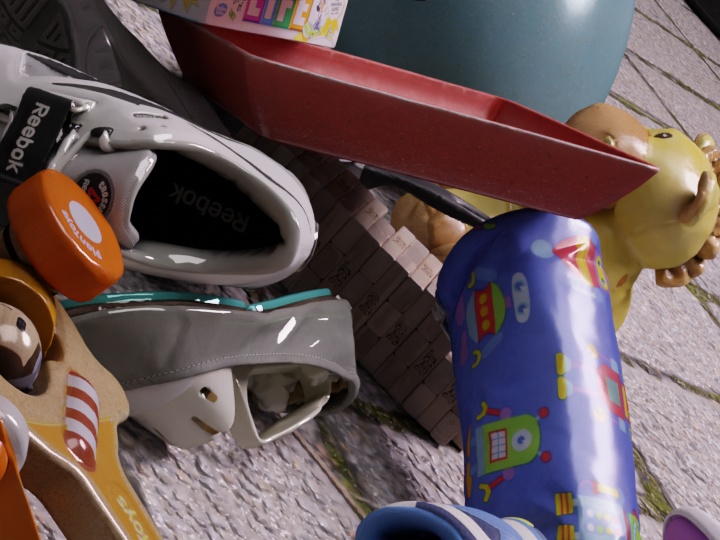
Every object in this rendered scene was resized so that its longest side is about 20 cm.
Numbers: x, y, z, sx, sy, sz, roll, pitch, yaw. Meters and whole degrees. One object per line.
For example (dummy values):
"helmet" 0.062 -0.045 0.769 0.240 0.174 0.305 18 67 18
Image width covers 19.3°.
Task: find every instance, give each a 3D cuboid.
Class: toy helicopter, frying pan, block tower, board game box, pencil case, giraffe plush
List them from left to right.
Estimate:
"toy helicopter" -0.098 0.066 0.698 0.201 0.079 0.132 57 12 0
"board game box" -0.121 -0.158 1.040 0.199 0.035 0.134 21 10 23
"frying pan" -0.018 -0.073 1.166 0.189 0.031 0.115 25 21 -20
"block tower" 0.000 0.000 1.060 0.200 0.058 0.054 43 18 2
"pencil case" 0.079 0.069 0.961 0.078 0.086 0.201 45 33 -51
"giraffe plush" 0.136 -0.021 1.217 0.199 0.162 0.173 31 22 -32

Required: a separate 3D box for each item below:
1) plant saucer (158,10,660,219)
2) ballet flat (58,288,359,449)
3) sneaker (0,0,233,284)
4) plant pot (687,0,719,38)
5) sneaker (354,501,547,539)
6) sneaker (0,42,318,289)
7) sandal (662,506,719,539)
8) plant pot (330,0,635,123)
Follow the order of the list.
"plant saucer" 0.012 -0.073 0.989 0.198 0.037 0.200 14 9 -20
"ballet flat" -0.057 0.041 0.851 0.200 0.067 0.064 0 77 -61
"sneaker" -0.120 -0.079 0.975 0.200 0.078 0.099 50 10 -4
"plant pot" 0.561 -0.356 2.792 0.199 0.199 0.178 21 41 -49
"sneaker" 0.052 0.161 0.807 0.082 0.074 0.200 28 17 -34
"sneaker" -0.109 -0.041 0.791 0.198 0.075 0.089 13 3 -8
"sandal" 0.181 0.196 1.019 0.049 0.083 0.203 -12 46 -14
"plant pot" 0.071 -0.123 1.310 0.199 0.199 0.136 26 59 -42
